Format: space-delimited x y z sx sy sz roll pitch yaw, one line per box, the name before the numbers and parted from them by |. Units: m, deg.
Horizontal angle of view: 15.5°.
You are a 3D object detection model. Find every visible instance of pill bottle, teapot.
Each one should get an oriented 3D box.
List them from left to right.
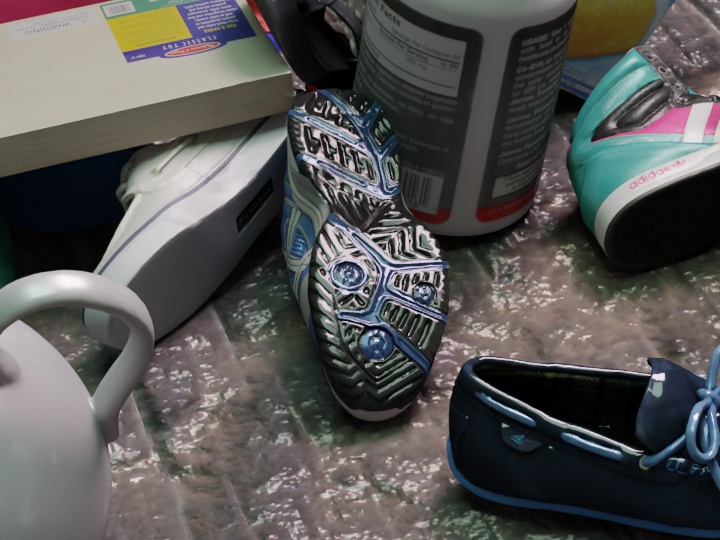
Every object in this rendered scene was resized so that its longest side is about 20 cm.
teapot | -0.209 0.082 1.160 0.196 0.146 0.201 16 66 27
pill bottle | 0.057 -0.130 1.430 0.113 0.201 0.114 6 37 -5

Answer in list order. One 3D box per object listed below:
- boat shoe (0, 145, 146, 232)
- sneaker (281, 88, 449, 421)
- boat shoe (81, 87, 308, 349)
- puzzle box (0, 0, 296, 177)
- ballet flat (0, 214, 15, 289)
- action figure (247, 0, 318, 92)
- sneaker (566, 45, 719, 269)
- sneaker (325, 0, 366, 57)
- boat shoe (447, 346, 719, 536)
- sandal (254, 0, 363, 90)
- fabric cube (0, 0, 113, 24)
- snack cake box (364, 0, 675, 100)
boat shoe | -0.208 -0.071 1.507 0.198 0.085 0.069 5 31 12
sneaker | 0.000 0.000 1.381 0.075 0.077 0.201 1 50 -10
boat shoe | -0.096 -0.038 1.422 0.070 0.071 0.200 26 56 23
puzzle box | -0.146 -0.105 1.443 0.199 0.026 0.133 -13 32 -12
ballet flat | -0.221 0.028 1.376 0.071 0.072 0.201 -7 32 -2
action figure | -0.062 -0.108 1.569 0.065 0.099 0.201 7 57 14
sneaker | 0.198 -0.078 1.461 0.199 0.084 0.121 -18 44 -16
sneaker | 0.031 -0.172 1.650 0.091 0.078 0.200 3 33 -18
boat shoe | 0.137 0.078 1.223 0.198 0.069 0.084 0 33 8
sandal | -0.020 -0.136 1.487 0.043 0.200 0.076 -31 73 7
fabric cube | -0.266 -0.209 1.569 0.195 0.201 0.199 -17 14 -16
snack cake box | 0.085 -0.190 1.525 0.199 0.115 0.067 21 28 -27
